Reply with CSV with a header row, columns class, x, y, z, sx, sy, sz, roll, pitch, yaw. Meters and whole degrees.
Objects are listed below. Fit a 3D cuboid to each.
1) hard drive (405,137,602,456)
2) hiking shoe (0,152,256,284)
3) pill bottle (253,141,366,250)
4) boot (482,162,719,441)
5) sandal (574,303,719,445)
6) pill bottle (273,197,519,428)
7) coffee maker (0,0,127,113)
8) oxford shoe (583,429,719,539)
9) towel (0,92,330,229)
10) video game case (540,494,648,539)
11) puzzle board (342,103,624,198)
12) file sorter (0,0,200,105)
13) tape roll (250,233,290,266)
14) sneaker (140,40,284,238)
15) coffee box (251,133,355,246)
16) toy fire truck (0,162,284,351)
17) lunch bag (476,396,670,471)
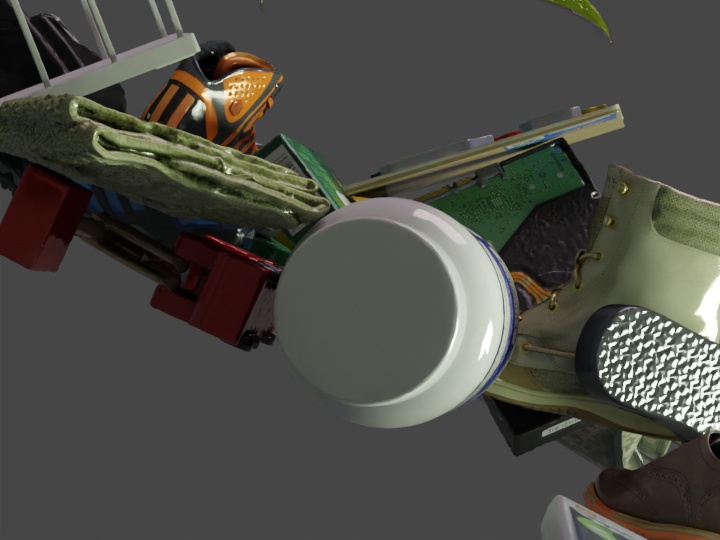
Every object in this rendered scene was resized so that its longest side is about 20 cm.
class,x,y,z,sx,sy,sz,roll,pitch,yaw
hard drive,0.123,0.014,1.006,0.038,0.140,0.200,82,-17,-59
hiking shoe,-0.153,-0.054,0.992,0.200,0.087,0.074,27,2,13
pill bottle,-0.038,-0.024,1.261,0.200,0.111,0.111,27,2,22
boot,0.130,0.009,0.902,0.200,0.155,0.072,14,9,7
sandal,0.203,0.076,0.858,0.200,0.076,0.043,33,-14,-22
pill bottle,0.019,0.023,0.788,0.120,0.120,0.200,27,2,11
coffee maker,-0.275,-0.154,1.308,0.192,0.135,0.200,27,3,-1
oxford shoe,0.186,0.125,0.803,0.071,0.073,0.200,24,-5,-17
towel,-0.118,-0.057,0.796,0.148,0.037,0.200,19,-3,-27
video game case,0.161,0.154,0.609,0.182,0.023,0.200,26,3,6
puzzle board,0.095,-0.089,1.089,0.200,0.017,0.151,-17,-2,11
file sorter,-0.230,-0.170,0.999,0.139,0.200,0.125,-146,-146,-75
tape roll,-0.152,-0.038,1.140,0.200,0.048,0.200,26,3,-2
sneaker,-0.087,-0.098,1.095,0.078,0.112,0.200,29,-4,22
coffee box,0.000,0.000,1.032,0.200,0.044,0.123,53,7,8
toy fire truck,-0.113,-0.005,0.833,0.141,0.049,0.200,25,1,4
lunch bag,0.157,0.064,1.122,0.164,0.118,0.200,26,-29,29
